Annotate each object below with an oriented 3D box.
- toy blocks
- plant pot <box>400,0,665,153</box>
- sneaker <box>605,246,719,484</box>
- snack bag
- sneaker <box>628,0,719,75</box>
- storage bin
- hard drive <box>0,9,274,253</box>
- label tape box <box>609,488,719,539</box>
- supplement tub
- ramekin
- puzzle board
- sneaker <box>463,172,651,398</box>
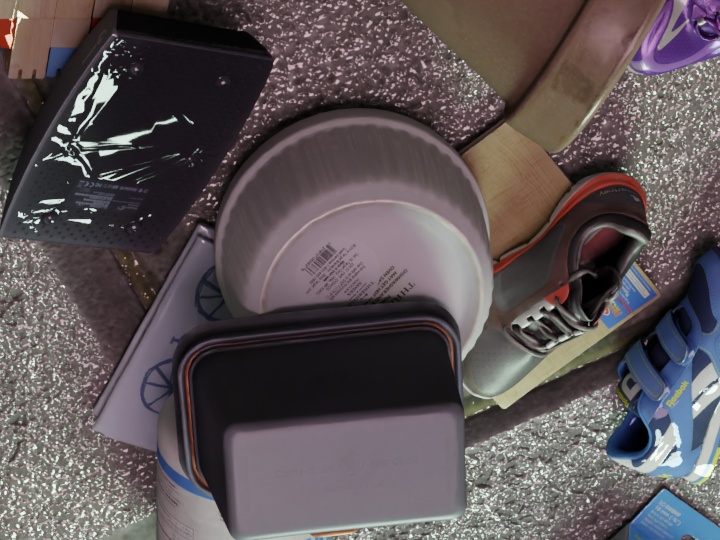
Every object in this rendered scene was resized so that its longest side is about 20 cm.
[{"bbox_3d":[-0.202,-0.185,1.570,0.198,0.100,0.137,-2,135,-20],"label":"toy blocks"},{"bbox_3d":[0.102,-0.202,1.561,0.174,0.201,0.201,29,114,-6],"label":"plant pot"},{"bbox_3d":[0.239,0.074,1.807,0.081,0.074,0.202,5,119,-10],"label":"sneaker"},{"bbox_3d":[-0.073,0.073,1.783,0.199,0.021,0.189,21,116,-20],"label":"snack bag"},{"bbox_3d":[0.271,-0.184,1.646,0.199,0.084,0.081,-22,126,5],"label":"sneaker"},{"bbox_3d":[-0.019,0.117,1.589,0.198,0.134,0.147,-5,110,-7],"label":"storage bin"},{"bbox_3d":[-0.155,-0.092,1.616,0.134,0.043,0.200,6,138,-32],"label":"hard drive"},{"bbox_3d":[0.229,0.291,1.941,0.144,0.063,0.200,34,111,-26],"label":"label tape box"},{"bbox_3d":[-0.085,0.186,1.761,0.131,0.132,0.201,-3,122,-8],"label":"supplement tub"},{"bbox_3d":[0.000,0.000,1.677,0.198,0.105,0.202,-4,118,-8],"label":"ramekin"},{"bbox_3d":[0.108,-0.005,1.769,0.150,0.017,0.200,-36,121,11],"label":"puzzle board"},{"bbox_3d":[0.136,0.021,1.732,0.077,0.082,0.201,26,112,-23],"label":"sneaker"}]
